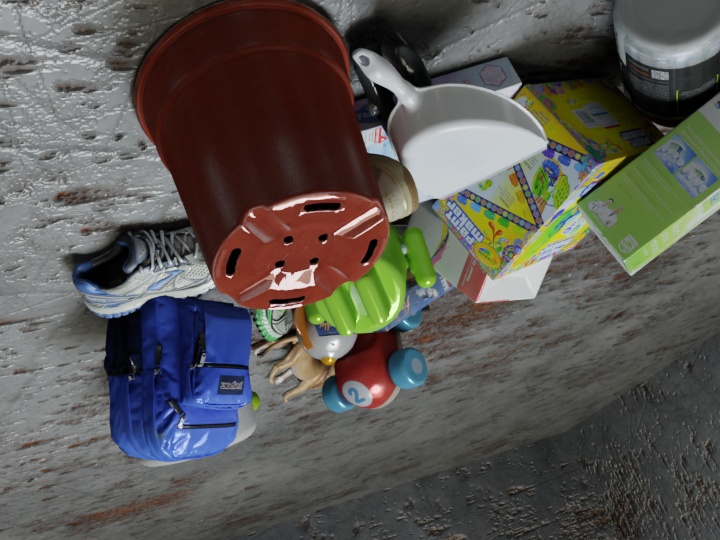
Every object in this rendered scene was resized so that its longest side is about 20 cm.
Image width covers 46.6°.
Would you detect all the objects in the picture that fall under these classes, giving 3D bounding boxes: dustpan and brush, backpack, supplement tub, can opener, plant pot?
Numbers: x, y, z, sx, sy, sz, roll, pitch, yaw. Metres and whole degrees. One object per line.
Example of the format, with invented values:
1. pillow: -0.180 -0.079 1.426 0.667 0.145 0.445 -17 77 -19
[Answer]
1. dustpan and brush: 0.062 -0.139 0.756 0.139 0.058 0.199 -24 153 34
2. backpack: -0.222 0.135 1.030 0.167 0.202 0.162 -4 170 39
3. supplement tub: 0.340 -0.238 0.897 0.122 0.123 0.200 -28 156 11
4. can opener: 0.044 -0.151 0.822 0.063 0.079 0.201 -25 136 2
5. plant pot: -0.075 -0.086 0.707 0.199 0.196 0.201 -15 147 -10

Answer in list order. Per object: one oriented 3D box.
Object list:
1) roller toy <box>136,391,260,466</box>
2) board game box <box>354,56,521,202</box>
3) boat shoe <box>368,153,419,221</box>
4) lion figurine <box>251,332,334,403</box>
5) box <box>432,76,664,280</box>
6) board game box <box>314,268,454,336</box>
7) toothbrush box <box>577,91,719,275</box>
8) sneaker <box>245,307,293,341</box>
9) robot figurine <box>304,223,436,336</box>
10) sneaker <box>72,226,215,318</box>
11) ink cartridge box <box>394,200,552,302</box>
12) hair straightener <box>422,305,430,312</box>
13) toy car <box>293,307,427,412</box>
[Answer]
1. roller toy: -0.254 0.196 1.227 0.181 0.141 0.200 -16 179 5
2. board game box: 0.068 -0.141 0.957 0.198 0.041 0.200 -18 157 -12
3. boat shoe: -0.024 -0.088 0.831 0.064 0.200 0.072 -30 117 -22
4. lion figurine: -0.098 0.151 1.404 0.122 0.073 0.200 -30 153 -4
5. box: 0.226 -0.113 0.990 0.199 0.122 0.193 -18 154 -46
6. board game box: 0.046 0.036 1.184 0.135 0.035 0.199 -9 -166 46
7. toothbrush box: 0.353 -0.093 0.935 0.200 0.086 0.145 -40 162 11
8. sneaker: -0.113 0.033 1.120 0.085 0.078 0.200 -22 157 -5
9. robot figurine: 0.000 0.000 1.040 0.174 0.116 0.200 -21 -158 13
10. sneaker: -0.227 -0.009 0.930 0.199 0.077 0.085 -24 153 1
11. ink cartridge box: 0.139 -0.038 1.108 0.116 0.200 0.068 -3 121 -39
12. hair straightener: 0.090 0.049 1.409 0.077 0.041 0.200 -3 145 -40
13. toy car: -0.032 0.113 1.280 0.199 0.178 0.184 20 146 -41
